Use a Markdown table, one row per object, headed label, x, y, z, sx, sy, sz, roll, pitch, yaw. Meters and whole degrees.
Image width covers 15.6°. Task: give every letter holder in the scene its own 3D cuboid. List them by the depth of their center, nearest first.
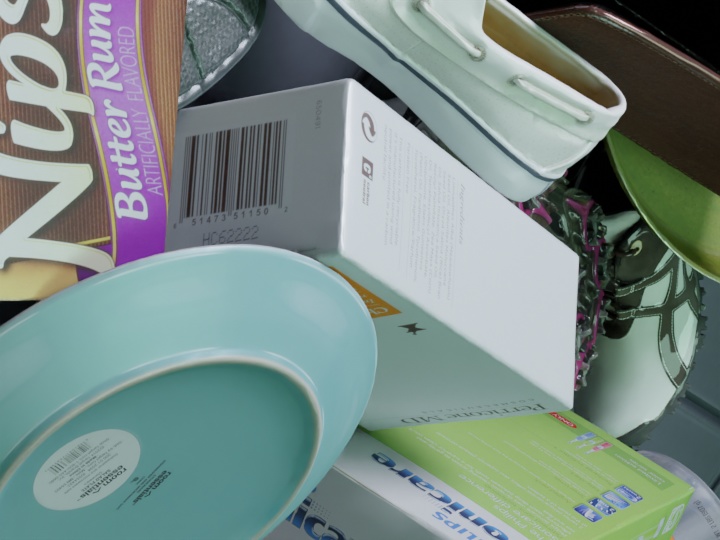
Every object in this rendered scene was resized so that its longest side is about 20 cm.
| label | x | y | z | sx | sy | sz | roll | pitch | yaw |
| --- | --- | --- | --- | --- | --- | --- | --- | --- | --- |
| letter holder | 0.168 | -0.108 | 1.104 | 0.200 | 0.142 | 0.101 | 28 | 72 | -37 |

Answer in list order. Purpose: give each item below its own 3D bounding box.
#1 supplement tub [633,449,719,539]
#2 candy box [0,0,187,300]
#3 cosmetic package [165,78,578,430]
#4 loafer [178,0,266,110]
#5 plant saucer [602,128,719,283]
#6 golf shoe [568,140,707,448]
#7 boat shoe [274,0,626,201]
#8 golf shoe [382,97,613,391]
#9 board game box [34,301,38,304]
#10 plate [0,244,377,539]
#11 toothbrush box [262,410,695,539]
| label | x | y | z | sx | sy | sz | roll | pitch | yaw |
| --- | --- | --- | --- | --- | --- | --- | --- | --- | --- |
| supplement tub | 0.097 | 0.183 | 1.356 | 0.200 | 0.122 | 0.123 | -26 | 137 | -33 |
| candy box | -0.118 | -0.090 | 0.875 | 0.116 | 0.056 | 0.201 | 1 | 96 | -43 |
| cosmetic package | 0.000 | 0.000 | 1.033 | 0.200 | 0.101 | 0.072 | 32 | 55 | -54 |
| loafer | -0.125 | -0.073 | 0.955 | 0.200 | 0.063 | 0.072 | -31 | 108 | -34 |
| plant saucer | 0.180 | -0.088 | 1.227 | 0.199 | 0.031 | 0.201 | 2 | 86 | -33 |
| golf shoe | 0.124 | -0.007 | 1.275 | 0.094 | 0.078 | 0.201 | -2 | 110 | -45 |
| boat shoe | 0.026 | -0.108 | 1.015 | 0.070 | 0.071 | 0.200 | -37 | 118 | 24 |
| golf shoe | 0.059 | -0.017 | 1.185 | 0.200 | 0.092 | 0.073 | 65 | 38 | -49 |
| board game box | -0.086 | 0.043 | 1.104 | 0.134 | 0.034 | 0.200 | 1 | 118 | -49 |
| plate | -0.079 | 0.072 | 0.942 | 0.200 | 0.026 | 0.200 | -21 | 143 | -17 |
| toothbrush box | 0.038 | 0.113 | 1.175 | 0.200 | 0.145 | 0.086 | -12 | 129 | -61 |
